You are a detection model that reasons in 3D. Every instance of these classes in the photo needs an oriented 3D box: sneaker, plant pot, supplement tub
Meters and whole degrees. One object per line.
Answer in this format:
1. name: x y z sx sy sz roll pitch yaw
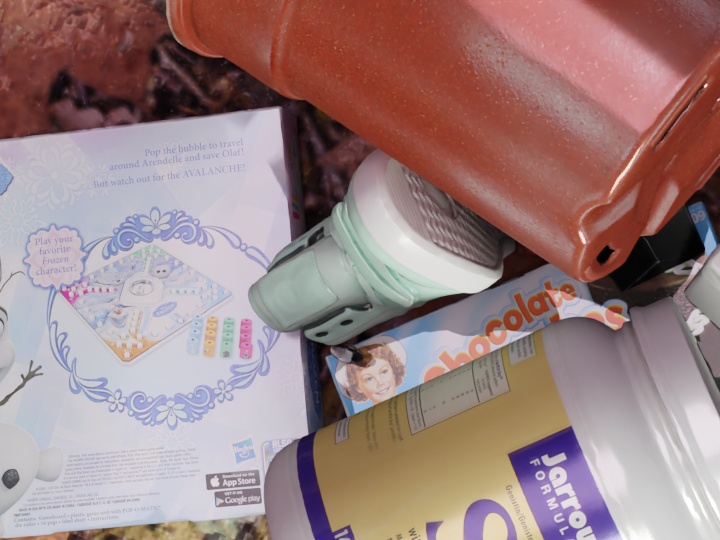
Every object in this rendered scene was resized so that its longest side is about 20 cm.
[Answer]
1. sneaker: 0.000 0.000 1.059 0.118 0.200 0.074 -30 83 10
2. plant pot: 0.061 -0.111 0.936 0.195 0.201 0.201 39 94 14
3. supplement tub: 0.073 0.108 1.047 0.200 0.145 0.146 -25 83 9

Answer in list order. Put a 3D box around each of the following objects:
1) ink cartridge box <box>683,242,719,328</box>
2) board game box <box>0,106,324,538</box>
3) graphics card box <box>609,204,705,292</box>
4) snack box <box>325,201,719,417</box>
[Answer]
1. ink cartridge box: 0.261 -0.028 1.083 0.116 0.067 0.200 43 79 9
2. board game box: -0.122 0.029 1.177 0.199 0.043 0.200 -6 87 10
3. graphics card box: 0.091 -0.098 1.084 0.051 0.125 0.200 -25 70 7
4. snack box: 0.096 0.058 1.138 0.200 0.037 0.116 -23 82 9
